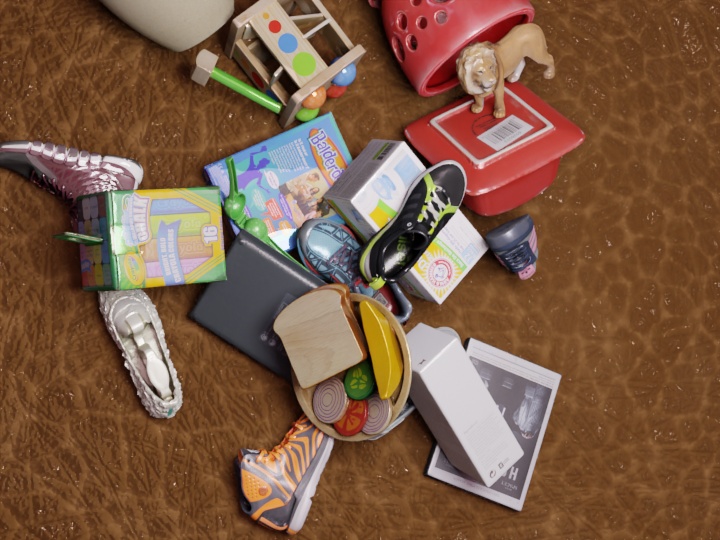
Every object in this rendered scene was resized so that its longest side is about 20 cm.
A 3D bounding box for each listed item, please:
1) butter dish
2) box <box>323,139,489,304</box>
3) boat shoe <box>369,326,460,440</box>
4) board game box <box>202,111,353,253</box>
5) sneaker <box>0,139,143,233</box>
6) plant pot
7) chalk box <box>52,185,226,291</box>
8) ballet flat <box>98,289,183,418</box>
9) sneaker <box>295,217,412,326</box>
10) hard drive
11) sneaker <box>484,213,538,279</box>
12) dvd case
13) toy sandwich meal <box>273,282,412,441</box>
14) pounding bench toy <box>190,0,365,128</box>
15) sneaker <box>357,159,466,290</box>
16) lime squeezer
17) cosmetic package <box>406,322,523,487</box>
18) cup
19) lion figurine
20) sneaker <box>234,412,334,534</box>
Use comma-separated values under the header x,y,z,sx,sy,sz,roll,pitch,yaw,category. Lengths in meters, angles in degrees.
x,y,z,sx,sy,sz,roll,pitch,yaw,category
0.190,-0.149,1.566,0.198,0.150,0.200,-26,44,-15,butter dish
0.063,-0.066,1.503,0.113,0.101,0.200,-47,113,-11,box
0.072,0.155,1.518,0.070,0.071,0.201,46,74,-2,boat shoe
-0.099,-0.109,1.534,0.197,0.045,0.154,-24,87,-15,board game box
-0.389,-0.100,1.451,0.196,0.076,0.118,8,82,-12,sneaker
0.118,-0.375,1.555,0.198,0.201,0.184,-29,80,-16,plant pot
-0.285,-0.038,1.400,0.197,0.124,0.127,-6,93,-33,chalk box
-0.282,0.096,1.449,0.071,0.072,0.203,-25,87,-16,ballet flat
0.000,0.000,1.492,0.200,0.095,0.080,42,76,-22,sneaker
-0.112,0.056,1.478,0.198,0.033,0.141,33,107,-6,hard drive
0.218,-0.029,1.522,0.069,0.200,0.083,-24,88,14,sneaker
0.187,0.216,1.560,0.148,0.025,0.203,22,76,-9,dvd case
-0.025,0.115,1.399,0.202,0.070,0.210,-1,87,32,toy sandwich meal
-0.115,-0.272,1.515,0.199,0.124,0.157,-39,91,-16,pounding bench toy
0.078,-0.052,1.408,0.072,0.083,0.201,41,82,-23,sneaker
-0.138,-0.070,1.465,0.201,0.070,0.038,58,38,-29,lime squeezer
0.123,0.176,1.454,0.071,0.101,0.202,-38,114,-15,cosmetic package
-0.248,-0.382,1.483,0.200,0.199,0.144,-42,117,-16,cup
0.199,-0.288,1.510,0.072,0.124,0.200,22,52,32,lion figurine
-0.101,0.236,1.462,0.110,0.078,0.203,22,77,-10,sneaker
